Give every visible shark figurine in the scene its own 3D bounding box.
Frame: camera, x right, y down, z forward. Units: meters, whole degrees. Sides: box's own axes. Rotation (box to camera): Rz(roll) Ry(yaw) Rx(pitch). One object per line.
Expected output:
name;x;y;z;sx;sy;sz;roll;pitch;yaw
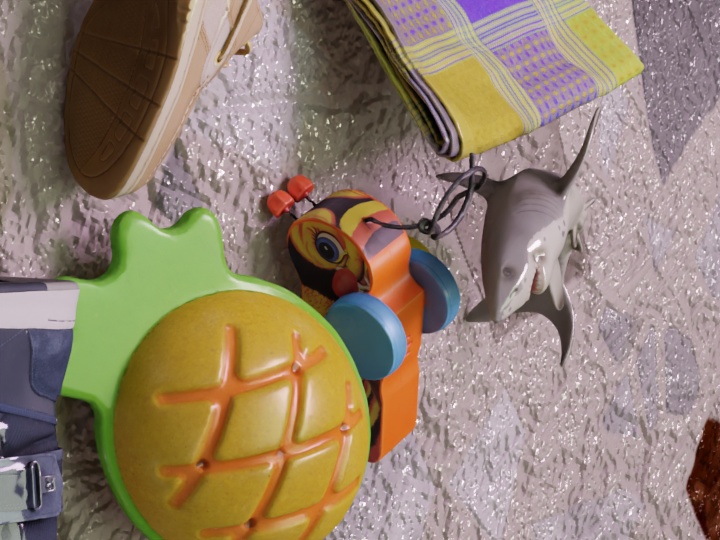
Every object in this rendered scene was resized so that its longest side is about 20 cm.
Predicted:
shark figurine;0.083;-0.027;1.214;0.214;0.089;0.129;40;66;-78

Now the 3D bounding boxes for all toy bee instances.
toy bee;0.000;0.000;1.163;0.131;0.108;0.201;-18;137;-58

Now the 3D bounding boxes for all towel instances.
towel;0.066;-0.141;1.201;0.200;0.023;0.144;-23;78;-49

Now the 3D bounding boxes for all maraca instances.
maraca;-0.072;0.061;1.062;0.137;0.107;0.200;-47;118;-17

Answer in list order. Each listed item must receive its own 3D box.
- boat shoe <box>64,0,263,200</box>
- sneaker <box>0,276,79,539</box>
boat shoe;-0.075;-0.123;1.007;0.069;0.074;0.201;3;117;-47
sneaker;-0.195;0.074;0.920;0.202;0.077;0.147;3;93;-54
